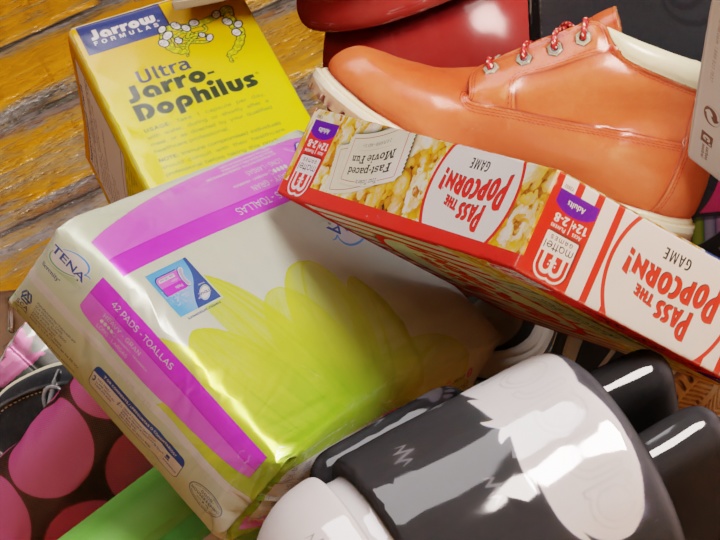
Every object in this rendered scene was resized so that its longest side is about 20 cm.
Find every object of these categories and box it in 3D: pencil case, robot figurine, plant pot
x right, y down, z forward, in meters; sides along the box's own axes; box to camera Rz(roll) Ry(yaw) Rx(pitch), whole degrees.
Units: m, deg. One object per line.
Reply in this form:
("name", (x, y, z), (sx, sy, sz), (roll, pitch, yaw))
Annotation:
("pencil case", (-0.128, 0.083, 1.273), (0.200, 0.091, 0.094), (-48, 21, 9))
("robot figurine", (0.054, 0.113, 1.032), (0.200, 0.125, 0.150), (-27, 3, -12))
("plant pot", (0.066, -0.130, 1.577), (0.200, 0.183, 0.201), (-21, 21, 9))

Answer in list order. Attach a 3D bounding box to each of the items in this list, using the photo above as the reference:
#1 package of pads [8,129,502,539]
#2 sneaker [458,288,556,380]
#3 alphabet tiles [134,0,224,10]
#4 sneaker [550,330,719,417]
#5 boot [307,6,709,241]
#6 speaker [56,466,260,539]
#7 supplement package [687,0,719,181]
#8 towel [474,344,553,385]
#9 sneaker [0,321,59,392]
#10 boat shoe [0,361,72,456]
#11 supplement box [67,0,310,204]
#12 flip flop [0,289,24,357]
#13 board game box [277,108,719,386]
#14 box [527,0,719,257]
("package of pads", (-0.040, 0.026, 1.170), (0.200, 0.155, 0.068), (-27, -20, -53))
("sneaker", (0.000, 0.000, 1.303), (0.199, 0.079, 0.074), (7, 62, 23))
("alphabet tiles", (-0.033, -0.200, 1.545), (0.199, 0.008, 0.167), (-9, 24, 15))
("sneaker", (0.172, 0.023, 1.212), (0.200, 0.070, 0.108), (-36, 24, -26))
("boot", (0.078, -0.086, 1.234), (0.199, 0.108, 0.075), (19, 12, -1))
("speaker", (-0.082, 0.130, 1.194), (0.200, 0.089, 0.088), (-37, 23, -34))
("supplement package", (0.259, -0.061, 1.131), (0.117, 0.118, 0.200), (-33, 56, -27))
("towel", (0.089, 0.025, 1.378), (0.146, 0.022, 0.200), (-24, 19, 0))
("sneaker", (-0.147, 0.036, 1.567), (0.200, 0.080, 0.086), (-40, -2, -30))
("boat shoe", (-0.142, 0.090, 1.381), (0.200, 0.075, 0.062), (3, 11, 43))
("supplement box", (-0.085, -0.055, 1.498), (0.109, 0.109, 0.200), (-18, 52, -14))
("flip flop", (-0.237, 0.048, 1.630), (0.200, 0.058, 0.081), (-36, 23, -33))
("board game box", (0.076, -0.009, 1.113), (0.200, 0.151, 0.046), (19, 84, 59))
("box", (0.150, -0.093, 1.314), (0.122, 0.201, 0.106), (-4, 19, 2))
